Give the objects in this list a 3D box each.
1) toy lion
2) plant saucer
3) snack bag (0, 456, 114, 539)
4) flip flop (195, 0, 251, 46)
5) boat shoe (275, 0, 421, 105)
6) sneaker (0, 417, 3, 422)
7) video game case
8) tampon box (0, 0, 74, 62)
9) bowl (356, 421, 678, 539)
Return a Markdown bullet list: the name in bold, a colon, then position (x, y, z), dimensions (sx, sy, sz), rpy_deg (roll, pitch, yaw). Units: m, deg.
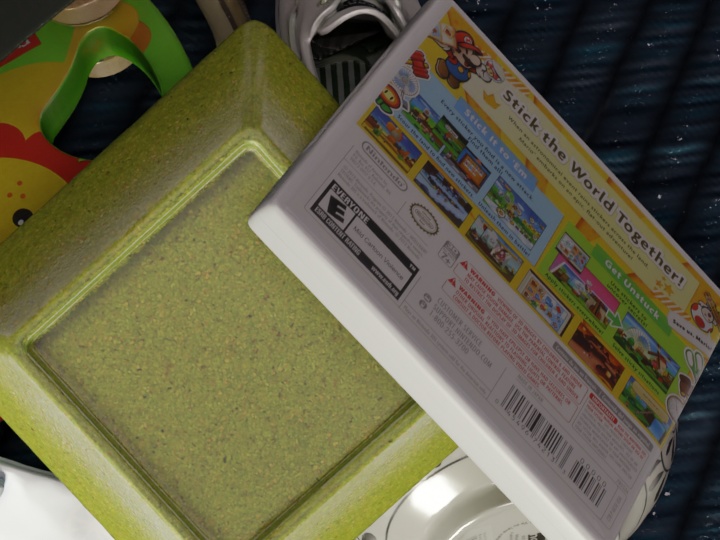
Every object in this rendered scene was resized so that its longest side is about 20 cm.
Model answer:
- **toy lion**: position (-0.155, -0.035, 1.092), dimensions (0.200, 0.069, 0.192), rpy_deg (-31, 65, -9)
- **plant saucer**: position (-0.051, 0.033, 1.013), dimensions (0.200, 0.048, 0.200), rpy_deg (-42, 98, 4)
- **snack bag**: position (-0.197, 0.159, 1.109), dimensions (0.199, 0.021, 0.189), rpy_deg (17, 119, -20)
- **flip flop**: position (-0.111, -0.179, 1.142), dimensions (0.057, 0.081, 0.201), rpy_deg (-26, 102, 6)
- **boat shoe**: position (0.003, -0.101, 1.108), dimensions (0.073, 0.067, 0.201), rpy_deg (-5, 52, -9)
- **sneaker**: position (-0.236, 0.102, 1.135), dimensions (0.200, 0.075, 0.085), rpy_deg (-38, 134, 9)
- **video game case**: position (0.063, -0.001, 1.018), dimensions (0.200, 0.023, 0.182), rpy_deg (46, 42, -8)
- **tampon box**: position (-0.214, -0.145, 1.008), dimensions (0.200, 0.126, 0.150), rpy_deg (-42, 111, -14)
- **bowl**: position (0.067, 0.094, 1.110), dimensions (0.200, 0.094, 0.201), rpy_deg (-8, 138, -7)
